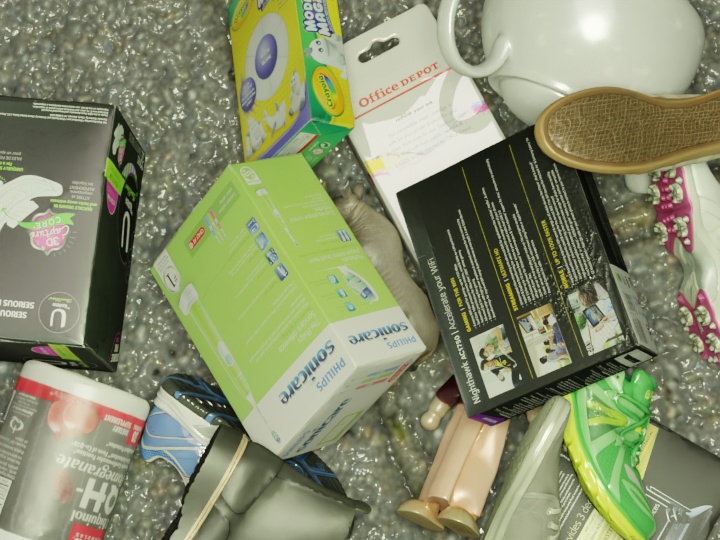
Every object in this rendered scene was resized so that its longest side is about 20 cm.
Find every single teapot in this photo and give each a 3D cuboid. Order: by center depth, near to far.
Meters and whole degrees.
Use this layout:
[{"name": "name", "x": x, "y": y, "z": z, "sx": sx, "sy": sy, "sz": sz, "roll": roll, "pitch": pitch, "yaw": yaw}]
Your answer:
[{"name": "teapot", "x": 0.172, "y": -0.169, "z": 1.408, "sx": 0.200, "sy": 0.197, "sz": 0.146, "roll": 26, "pitch": 82, "yaw": 12}]

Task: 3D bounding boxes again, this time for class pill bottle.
[{"name": "pill bottle", "x": -0.255, "y": 0.183, "z": 1.404, "sx": 0.110, "sy": 0.111, "sz": 0.200, "roll": 18, "pitch": 83, "yaw": 8}]

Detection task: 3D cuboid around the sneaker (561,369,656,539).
[{"name": "sneaker", "x": 0.197, "y": 0.116, "z": 1.351, "sx": 0.083, "sy": 0.074, "sz": 0.200, "roll": -18, "pitch": 75, "yaw": 6}]

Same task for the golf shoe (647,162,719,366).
[{"name": "golf shoe", "x": 0.296, "y": -0.025, "z": 1.416, "sx": 0.091, "sy": 0.075, "sz": 0.200, "roll": -19, "pitch": 103, "yaw": -12}]

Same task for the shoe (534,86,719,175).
[{"name": "shoe", "x": 0.221, "y": -0.104, "z": 1.332, "sx": 0.200, "sy": 0.053, "sz": 0.070, "roll": -5, "pitch": 76, "yaw": -20}]

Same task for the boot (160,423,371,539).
[{"name": "boot", "x": -0.093, "y": 0.239, "z": 1.354, "sx": 0.138, "sy": 0.077, "sz": 0.200, "roll": 26, "pitch": 101, "yaw": -5}]

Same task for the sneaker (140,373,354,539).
[{"name": "sneaker", "x": -0.093, "y": 0.168, "z": 1.426, "sx": 0.200, "sy": 0.076, "sz": 0.077, "roll": 36, "pitch": 106, "yaw": 10}]

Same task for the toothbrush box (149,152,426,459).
[{"name": "toothbrush box", "x": -0.062, "y": 0.030, "z": 1.389, "sx": 0.146, "sy": 0.086, "sz": 0.200, "roll": -49, "pitch": 64, "yaw": 39}]

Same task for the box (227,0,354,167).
[{"name": "box", "x": -0.062, "y": -0.185, "z": 1.453, "sx": 0.048, "sy": 0.117, "sz": 0.200, "roll": 9, "pitch": 61, "yaw": -30}]

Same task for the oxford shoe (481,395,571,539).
[{"name": "oxford shoe", "x": 0.130, "y": 0.190, "z": 1.327, "sx": 0.058, "sy": 0.075, "sz": 0.200, "roll": 20, "pitch": 103, "yaw": 6}]

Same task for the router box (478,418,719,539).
[{"name": "router box", "x": 0.191, "y": 0.210, "z": 1.396, "sx": 0.157, "sy": 0.052, "sz": 0.200, "roll": 30, "pitch": 82, "yaw": 10}]

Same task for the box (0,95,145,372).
[{"name": "box", "x": -0.260, "y": -0.027, "z": 1.430, "sx": 0.124, "sy": 0.149, "sz": 0.201, "roll": 6, "pitch": 78, "yaw": 4}]

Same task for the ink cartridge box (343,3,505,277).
[{"name": "ink cartridge box", "x": 0.054, "y": -0.111, "z": 1.467, "sx": 0.116, "sy": 0.068, "sz": 0.200, "roll": -27, "pitch": 79, "yaw": -2}]

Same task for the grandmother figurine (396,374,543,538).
[{"name": "grandmother figurine", "x": 0.101, "y": 0.115, "z": 1.408, "sx": 0.121, "sy": 0.061, "sz": 0.200, "roll": 8, "pitch": 67, "yaw": 29}]

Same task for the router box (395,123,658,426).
[{"name": "router box", "x": 0.126, "y": 0.000, "z": 1.342, "sx": 0.149, "sy": 0.051, "sz": 0.200, "roll": -25, "pitch": 68, "yaw": 21}]

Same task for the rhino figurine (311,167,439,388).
[{"name": "rhino figurine", "x": 0.000, "y": 0.000, "z": 1.440, "sx": 0.087, "sy": 0.060, "sz": 0.200, "roll": -29, "pitch": 79, "yaw": 21}]
